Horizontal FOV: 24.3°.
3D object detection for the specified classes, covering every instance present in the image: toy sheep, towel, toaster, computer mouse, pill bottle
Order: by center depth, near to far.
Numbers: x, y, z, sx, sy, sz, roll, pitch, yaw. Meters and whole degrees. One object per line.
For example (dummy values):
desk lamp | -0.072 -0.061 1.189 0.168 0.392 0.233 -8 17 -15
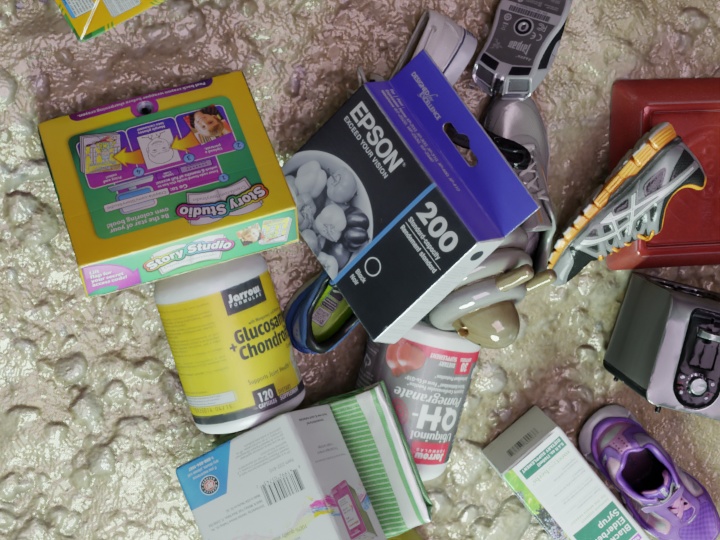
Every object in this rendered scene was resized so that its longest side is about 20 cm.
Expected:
toy sheep | 0.101 -0.018 1.592 0.138 0.138 0.200 -15 72 -11
pill bottle | -0.131 0.046 1.592 0.112 0.112 0.200 -19 99 -10
computer mouse | 0.151 -0.198 1.627 0.110 0.044 0.200 22 78 23
towel | -0.038 0.205 1.634 0.200 0.023 0.153 -22 91 25
pill bottle | 0.044 0.141 1.664 0.111 0.111 0.200 12 100 -17
toaster | 0.358 0.086 1.700 0.181 0.200 0.119 15 96 -9

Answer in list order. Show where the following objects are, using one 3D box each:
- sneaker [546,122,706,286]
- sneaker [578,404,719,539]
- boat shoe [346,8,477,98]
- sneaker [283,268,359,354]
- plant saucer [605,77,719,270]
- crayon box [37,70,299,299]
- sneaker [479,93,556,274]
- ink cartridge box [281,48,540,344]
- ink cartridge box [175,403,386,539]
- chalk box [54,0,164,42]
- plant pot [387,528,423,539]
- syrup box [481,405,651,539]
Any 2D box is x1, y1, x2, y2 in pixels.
sneaker | 0.261 -0.053 1.670 0.077 0.078 0.200 41 108 -2
sneaker | 0.315 0.231 1.767 0.080 0.088 0.200 -46 110 -2
boat shoe | 0.025 -0.165 1.608 0.086 0.075 0.202 34 90 -19
sneaker | 0.000 0.000 1.632 0.079 0.089 0.200 28 92 -19
plant saucer | 0.356 -0.098 1.728 0.200 0.037 0.200 -3 104 -14
crayon box | -0.177 -0.081 1.529 0.200 0.173 0.058 -16 148 -10
sneaker | 0.165 -0.077 1.654 0.076 0.092 0.200 -8 104 -13
ink cartridge box | 0.035 -0.070 1.535 0.200 0.043 0.198 -44 67 23
ink cartridge box | -0.066 0.248 1.582 0.145 0.085 0.200 -28 78 27
chalk box | -0.193 -0.309 1.476 0.124 0.200 0.125 -21 108 26
plant pot | 0.003 0.357 1.687 0.200 0.142 0.200 -3 103 -14
syrup box | 0.222 0.245 1.749 0.079 0.081 0.200 -40 108 -2
